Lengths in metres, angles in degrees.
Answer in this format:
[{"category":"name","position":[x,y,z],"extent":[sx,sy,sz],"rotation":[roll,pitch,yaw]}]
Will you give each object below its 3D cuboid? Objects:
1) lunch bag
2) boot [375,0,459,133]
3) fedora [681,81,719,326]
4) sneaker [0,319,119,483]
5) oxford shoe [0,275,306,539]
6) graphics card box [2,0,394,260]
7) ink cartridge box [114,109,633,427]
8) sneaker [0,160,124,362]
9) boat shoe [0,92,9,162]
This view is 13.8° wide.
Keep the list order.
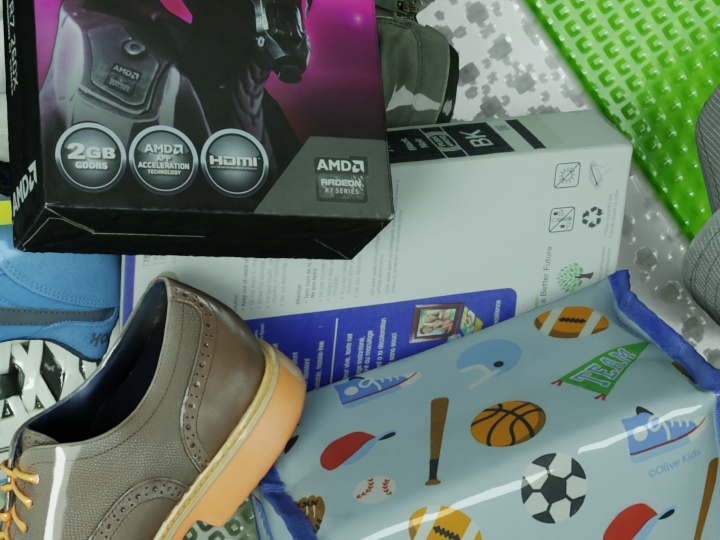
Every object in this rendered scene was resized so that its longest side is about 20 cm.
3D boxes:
[{"category":"lunch bag","position":[0.056,0.124,1.086],"extent":[0.169,0.124,0.201],"rotation":[-20,122,-8]},{"category":"boot","position":[-0.040,-0.134,1.105],"extent":[0.130,0.068,0.201],"rotation":[-7,76,-28]},{"category":"fedora","position":[0.205,-0.049,1.103],"extent":[0.199,0.177,0.091],"rotation":[-16,64,-5]},{"category":"sneaker","position":[-0.140,0.046,1.088],"extent":[0.199,0.072,0.072],"rotation":[-12,91,-8]},{"category":"oxford shoe","position":[-0.105,0.091,1.004],"extent":[0.073,0.071,0.200],"rotation":[44,74,-31]},{"category":"graphics card box","position":[-0.060,-0.105,1.015],"extent":[0.125,0.051,0.201],"rotation":[3,72,-20]},{"category":"ink cartridge box","position":[0.000,0.000,1.079],"extent":[0.199,0.039,0.100],"rotation":[-6,119,-24]},{"category":"sneaker","position":[-0.180,0.007,1.021],"extent":[0.199,0.066,0.079],"rotation":[-2,107,-9]},{"category":"boat shoe","position":[-0.155,-0.041,1.093],"extent":[0.199,0.071,0.070],"rotation":[-2,64,-3]}]
